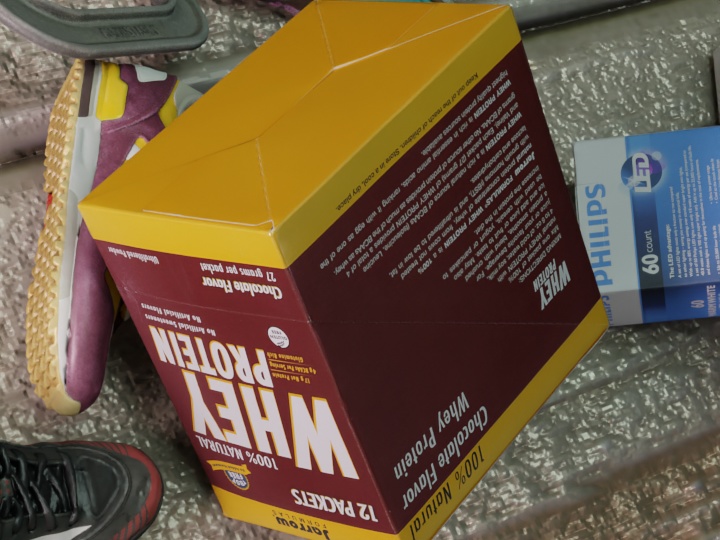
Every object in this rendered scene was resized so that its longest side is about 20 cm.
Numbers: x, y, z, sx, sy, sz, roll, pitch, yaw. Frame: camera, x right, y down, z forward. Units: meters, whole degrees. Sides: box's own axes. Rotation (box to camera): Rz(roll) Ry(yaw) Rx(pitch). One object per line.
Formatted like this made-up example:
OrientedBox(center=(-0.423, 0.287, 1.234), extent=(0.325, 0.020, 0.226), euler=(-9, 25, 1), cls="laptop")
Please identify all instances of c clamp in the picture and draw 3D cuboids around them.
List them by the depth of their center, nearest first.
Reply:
OrientedBox(center=(-0.173, -0.171, 1.026), extent=(0.171, 0.027, 0.200), euler=(45, 26, 22), cls="c clamp")

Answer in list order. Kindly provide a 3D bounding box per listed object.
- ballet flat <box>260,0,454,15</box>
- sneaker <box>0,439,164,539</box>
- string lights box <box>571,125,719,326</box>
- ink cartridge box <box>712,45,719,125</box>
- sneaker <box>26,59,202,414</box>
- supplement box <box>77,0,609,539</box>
OrientedBox(center=(-0.026, -0.181, 1.138), extent=(0.199, 0.069, 0.071), euler=(16, 42, -20), cls="ballet flat")
OrientedBox(center=(-0.177, 0.112, 0.903), extent=(0.200, 0.098, 0.071), euler=(-6, 69, -31), cls="sneaker")
OrientedBox(center=(0.229, -0.031, 1.138), extent=(0.199, 0.059, 0.103), euler=(-5, 67, 10), cls="string lights box")
OrientedBox(center=(0.317, -0.061, 1.244), extent=(0.146, 0.086, 0.201), euler=(9, 64, -23), cls="ink cartridge box")
OrientedBox(center=(-0.119, -0.018, 0.996), extent=(0.090, 0.075, 0.201), euler=(11, 65, -18), cls="sneaker")
OrientedBox(center=(0.000, 0.000, 0.970), extent=(0.197, 0.132, 0.200), euler=(-45, 128, -34), cls="supplement box")
